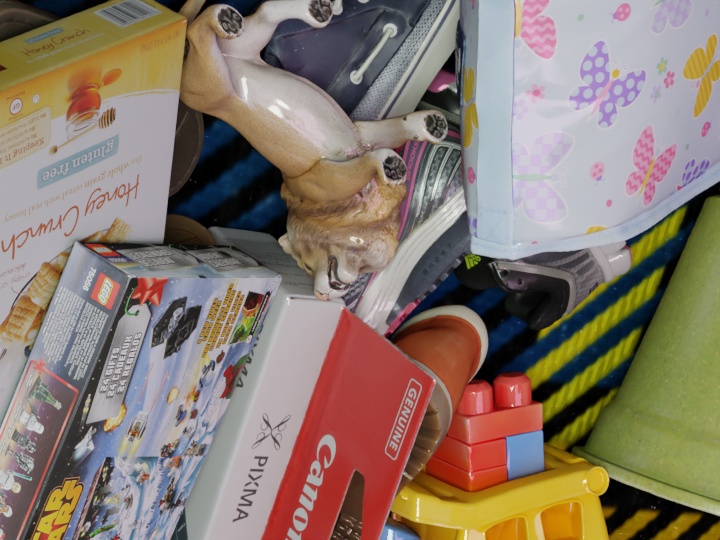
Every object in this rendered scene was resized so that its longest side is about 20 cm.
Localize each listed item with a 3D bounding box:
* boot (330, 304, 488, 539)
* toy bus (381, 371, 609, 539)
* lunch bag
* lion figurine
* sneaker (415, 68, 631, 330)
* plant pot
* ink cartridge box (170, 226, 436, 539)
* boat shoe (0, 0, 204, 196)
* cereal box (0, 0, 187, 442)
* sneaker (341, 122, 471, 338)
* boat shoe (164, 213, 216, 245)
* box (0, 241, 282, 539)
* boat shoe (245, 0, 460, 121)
[{"bbox_3d":[0.004,0.099,1.243,0.200,0.075,0.107,-47,-177,39],"label":"boot"},{"bbox_3d":[0.054,0.161,1.300,0.198,0.135,0.194,-13,106,-26],"label":"toy bus"},{"bbox_3d":[0.110,-0.114,1.098,0.200,0.126,0.171,-32,127,-50],"label":"lunch bag"},{"bbox_3d":[-0.039,-0.076,1.083,0.200,0.122,0.073,49,57,-18],"label":"lion figurine"},{"bbox_3d":[0.080,-0.034,1.249,0.088,0.074,0.200,-48,131,-6],"label":"sneaker"},{"bbox_3d":[0.251,0.058,1.352,0.199,0.200,0.186,16,91,-38],"label":"plant pot"},{"bbox_3d":[-0.054,0.103,1.152,0.044,0.176,0.202,7,110,-37],"label":"ink cartridge box"},{"bbox_3d":[-0.149,-0.094,1.070,0.072,0.068,0.200,-63,148,-5],"label":"boat shoe"},{"bbox_3d":[-0.149,-0.017,1.024,0.144,0.039,0.201,-31,139,-45],"label":"cereal box"},{"bbox_3d":[0.000,0.000,1.207,0.075,0.081,0.200,42,108,0],"label":"sneaker"},{"bbox_3d":[-0.136,0.064,1.164,0.201,0.072,0.072,-61,161,-7],"label":"boat shoe"},{"bbox_3d":[-0.124,0.083,1.076,0.137,0.040,0.201,1,116,-62],"label":"box"},{"bbox_3d":[0.000,-0.140,1.145,0.092,0.075,0.201,25,94,-31],"label":"boat shoe"}]
